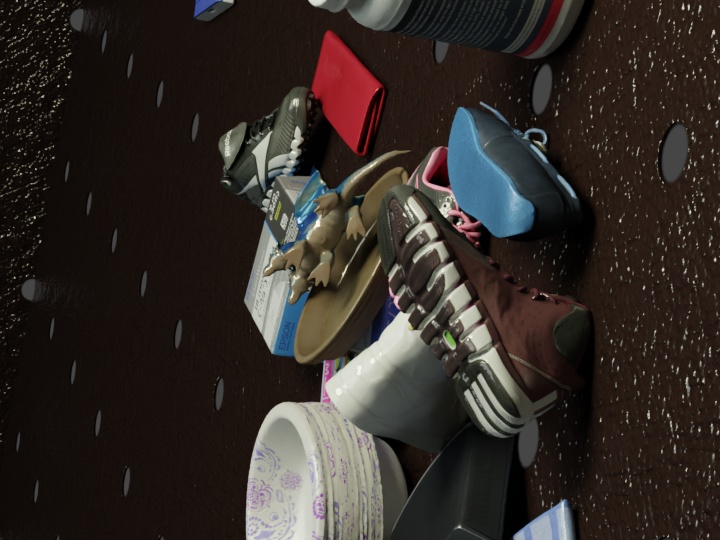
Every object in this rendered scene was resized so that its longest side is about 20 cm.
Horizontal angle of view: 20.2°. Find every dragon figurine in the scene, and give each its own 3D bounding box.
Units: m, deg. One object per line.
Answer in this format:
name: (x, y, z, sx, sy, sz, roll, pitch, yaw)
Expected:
dragon figurine: (-0.030, -0.050, 1.866, 0.201, 0.058, 0.100, -59, 14, 17)

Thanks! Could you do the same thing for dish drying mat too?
dish drying mat: (-0.014, -0.182, 2.060, 0.200, 0.018, 0.078, -124, 44, -64)

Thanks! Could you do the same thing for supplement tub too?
supplement tub: (0.068, -0.247, 1.565, 0.140, 0.198, 0.142, -172, 90, -71)

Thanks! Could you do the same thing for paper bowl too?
paper bowl: (-0.025, 0.217, 1.777, 0.200, 0.103, 0.203, -177, 90, -70)

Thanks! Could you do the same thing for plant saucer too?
plant saucer: (0.000, 0.000, 1.841, 0.201, 0.029, 0.200, -57, 13, 22)

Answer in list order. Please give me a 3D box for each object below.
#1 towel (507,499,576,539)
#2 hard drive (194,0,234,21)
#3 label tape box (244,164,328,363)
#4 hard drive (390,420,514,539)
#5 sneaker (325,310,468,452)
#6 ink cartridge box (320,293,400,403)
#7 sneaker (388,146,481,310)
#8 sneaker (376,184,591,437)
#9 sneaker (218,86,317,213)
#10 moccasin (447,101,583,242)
towel: (0.122, 0.283, 1.460, 0.147, 0.024, 0.202, 131, 143, -57)
hard drive: (-0.181, -0.437, 2.641, 0.132, 0.025, 0.202, 170, 107, -71)
label tape box: (-0.069, -0.014, 2.082, 0.200, 0.063, 0.146, -124, 46, -63)
hard drive: (0.064, 0.210, 1.594, 0.201, 0.042, 0.136, 120, 166, -49)
sneaker: (0.064, 0.076, 1.578, 0.116, 0.200, 0.074, -46, 68, 13)
ink cartridge box: (0.012, 0.085, 1.843, 0.200, 0.042, 0.121, 160, 116, -67)
sneaker: (0.072, -0.026, 1.677, 0.096, 0.078, 0.201, -54, 33, 33)
sneaker: (0.098, 0.018, 1.477, 0.201, 0.115, 0.076, 63, 149, 13)
sneaker: (-0.105, -0.132, 2.161, 0.200, 0.090, 0.067, 117, 169, -55)
moccasin: (0.117, -0.067, 1.559, 0.200, 0.067, 0.081, -114, 29, -59)
